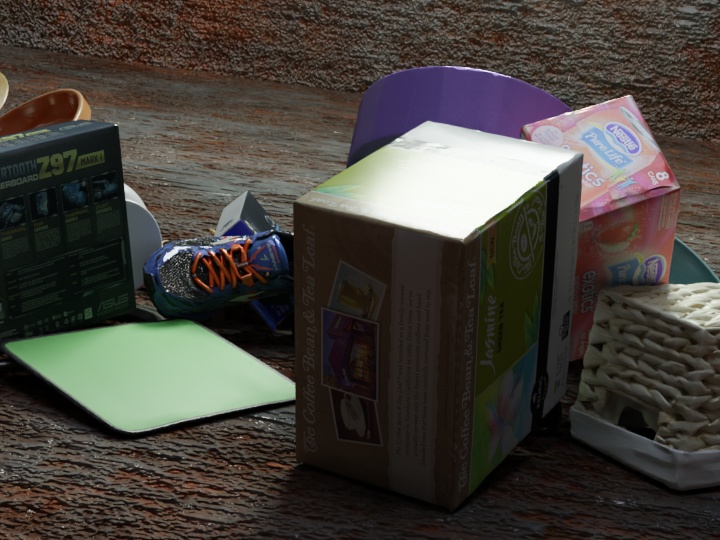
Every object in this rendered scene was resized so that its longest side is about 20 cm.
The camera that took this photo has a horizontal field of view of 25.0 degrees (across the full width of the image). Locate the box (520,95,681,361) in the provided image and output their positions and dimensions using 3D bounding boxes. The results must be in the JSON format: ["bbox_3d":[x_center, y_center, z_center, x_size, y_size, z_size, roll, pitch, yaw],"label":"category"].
[{"bbox_3d":[0.185,-0.028,1.287,0.094,0.201,0.103,-16,55,-6],"label":"box"}]

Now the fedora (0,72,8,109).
[{"bbox_3d":[-0.376,-0.096,1.420,0.200,0.082,0.201,-22,29,13],"label":"fedora"}]

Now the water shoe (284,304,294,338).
[{"bbox_3d":[0.000,0.000,1.374,0.079,0.201,0.072,-9,52,-35],"label":"water shoe"}]

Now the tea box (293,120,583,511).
[{"bbox_3d":[0.055,0.025,1.140,0.133,0.201,0.197,14,29,28],"label":"tea box"}]

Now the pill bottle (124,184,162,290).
[{"bbox_3d":[-0.258,-0.036,1.476,0.112,0.114,0.200,-1,10,-31],"label":"pill bottle"}]

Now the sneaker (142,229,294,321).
[{"bbox_3d":[-0.100,-0.006,1.407,0.199,0.076,0.078,-11,-12,-40],"label":"sneaker"}]

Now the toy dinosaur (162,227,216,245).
[{"bbox_3d":[-0.161,0.012,1.518,0.106,0.061,0.200,-28,23,-27],"label":"toy dinosaur"}]

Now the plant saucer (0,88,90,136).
[{"bbox_3d":[-0.328,-0.091,1.485,0.199,0.032,0.201,-27,29,16],"label":"plant saucer"}]

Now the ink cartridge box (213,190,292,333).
[{"bbox_3d":[-0.094,-0.012,1.539,0.039,0.100,0.200,-37,12,9],"label":"ink cartridge box"}]

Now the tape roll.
[{"bbox_3d":[0.091,-0.094,1.377,0.199,0.066,0.200,11,-21,4],"label":"tape roll"}]

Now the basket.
[{"bbox_3d":[0.280,0.082,1.255,0.199,0.124,0.135,-2,15,-33],"label":"basket"}]

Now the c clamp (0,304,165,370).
[{"bbox_3d":[-0.222,0.052,1.337,0.170,0.027,0.200,6,13,-3],"label":"c clamp"}]

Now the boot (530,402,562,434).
[{"bbox_3d":[0.064,0.077,1.310,0.198,0.068,0.131,7,19,5],"label":"boot"}]

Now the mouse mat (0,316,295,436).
[{"bbox_3d":[-0.158,0.078,1.256,0.160,0.008,0.199,29,22,37],"label":"mouse mat"}]

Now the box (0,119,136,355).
[{"bbox_3d":[-0.270,-0.022,1.264,0.051,0.159,0.199,12,23,40],"label":"box"}]

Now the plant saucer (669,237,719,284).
[{"bbox_3d":[0.258,0.038,1.445,0.199,0.036,0.201,22,43,-22],"label":"plant saucer"}]
